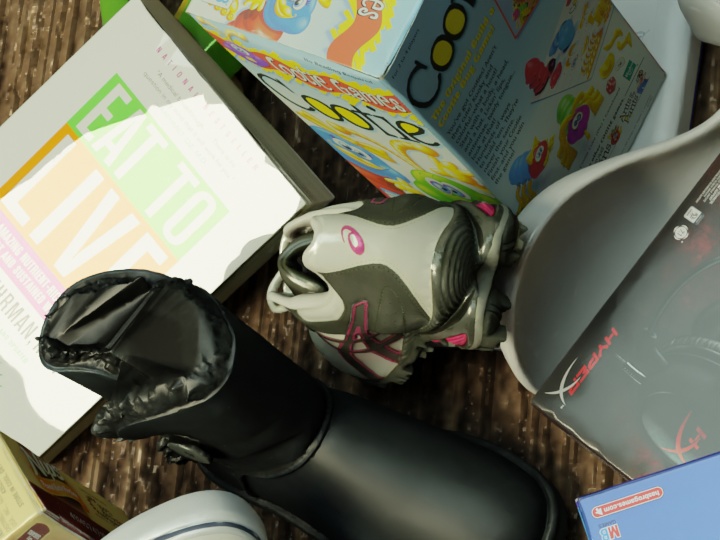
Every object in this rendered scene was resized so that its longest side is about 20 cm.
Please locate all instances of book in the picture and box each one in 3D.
[{"bbox_3d":[-0.131,-0.017,1.133,0.200,0.048,0.134,-43,83,15],"label":"book"}]

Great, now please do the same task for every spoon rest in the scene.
[{"bbox_3d":[0.119,-0.035,1.000,0.061,0.099,0.200,16,66,38],"label":"spoon rest"}]

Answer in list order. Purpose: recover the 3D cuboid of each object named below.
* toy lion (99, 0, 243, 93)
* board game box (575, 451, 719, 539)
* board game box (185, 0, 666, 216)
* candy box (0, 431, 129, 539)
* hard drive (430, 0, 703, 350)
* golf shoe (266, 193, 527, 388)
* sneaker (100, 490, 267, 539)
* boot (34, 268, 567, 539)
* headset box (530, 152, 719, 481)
[{"bbox_3d":[-0.048,-0.184,1.196,0.200,0.069,0.192,-30,52,14],"label":"toy lion"},{"bbox_3d":[0.195,0.119,0.861,0.200,0.045,0.135,-19,73,12],"label":"board game box"},{"bbox_3d":[0.033,-0.095,0.997,0.103,0.200,0.105,22,80,32],"label":"board game box"},{"bbox_3d":[-0.194,0.167,1.027,0.200,0.115,0.055,-40,55,4],"label":"candy box"},{"bbox_3d":[0.087,-0.061,1.090,0.132,0.025,0.201,1,70,27],"label":"hard drive"},{"bbox_3d":[0.000,0.000,0.999,0.088,0.200,0.077,11,78,-14],"label":"golf shoe"},{"bbox_3d":[-0.109,0.178,0.991,0.200,0.073,0.071,-46,36,11],"label":"sneaker"},{"bbox_3d":[-0.027,0.072,1.008,0.200,0.168,0.077,19,79,31],"label":"boot"},{"bbox_3d":[0.194,0.060,0.948,0.200,0.075,0.149,38,91,28],"label":"headset box"}]
